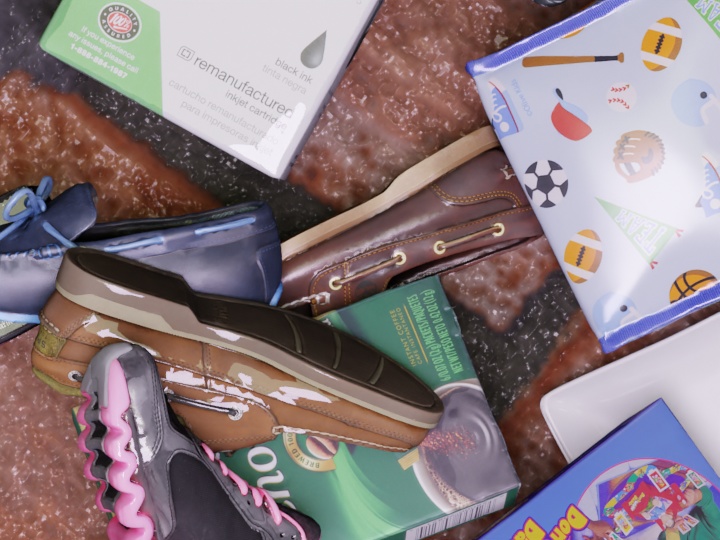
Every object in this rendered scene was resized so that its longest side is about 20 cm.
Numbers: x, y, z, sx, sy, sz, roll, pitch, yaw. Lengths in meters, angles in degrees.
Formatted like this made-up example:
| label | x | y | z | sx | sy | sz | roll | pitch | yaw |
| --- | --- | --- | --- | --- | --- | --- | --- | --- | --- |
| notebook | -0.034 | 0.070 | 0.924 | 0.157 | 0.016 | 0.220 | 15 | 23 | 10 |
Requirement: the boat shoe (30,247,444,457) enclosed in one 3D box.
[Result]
| label | x | y | z | sx | sy | sz | roll | pitch | yaw |
| --- | --- | --- | --- | --- | --- | --- | --- | --- | --- |
| boat shoe | -0.061 | 0.053 | 1.262 | 0.199 | 0.072 | 0.068 | 21 | 104 | -3 |

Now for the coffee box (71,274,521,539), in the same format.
| label | x | y | z | sx | sy | sz | roll | pitch | yaw |
| --- | --- | --- | --- | --- | --- | --- | --- | --- | --- |
| coffee box | -0.032 | 0.093 | 1.302 | 0.199 | 0.044 | 0.123 | -19 | 75 | -7 |

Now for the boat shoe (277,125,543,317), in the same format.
| label | x | y | z | sx | sy | sz | roll | pitch | yaw |
| --- | --- | --- | --- | --- | --- | --- | --- | --- | --- |
| boat shoe | 0.000 | 0.000 | 1.362 | 0.200 | 0.070 | 0.070 | -29 | 87 | 2 |

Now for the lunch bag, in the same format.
| label | x | y | z | sx | sy | sz | roll | pitch | yaw |
| --- | --- | --- | --- | --- | --- | --- | --- | --- | --- |
| lunch bag | 0.181 | -0.074 | 1.332 | 0.200 | 0.124 | 0.170 | -27 | 90 | 9 |

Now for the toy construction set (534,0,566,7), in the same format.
| label | x | y | z | sx | sy | sz | roll | pitch | yaw |
| --- | --- | --- | --- | --- | --- | --- | --- | --- | --- |
| toy construction set | 0.107 | -0.205 | 1.279 | 0.199 | 0.092 | 0.132 | -23 | 93 | -17 |

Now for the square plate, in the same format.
| label | x | y | z | sx | sy | sz | roll | pitch | yaw |
| --- | --- | --- | --- | --- | --- | --- | --- | --- | --- |
| square plate | 0.224 | 0.111 | 1.359 | 0.200 | 0.028 | 0.199 | -28 | 91 | 20 |

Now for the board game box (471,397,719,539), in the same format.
| label | x | y | z | sx | sy | sz | roll | pitch | yaw |
| --- | --- | --- | --- | --- | --- | --- | --- | --- | --- |
| board game box | 0.115 | 0.174 | 1.292 | 0.200 | 0.045 | 0.135 | -34 | 85 | -31 |

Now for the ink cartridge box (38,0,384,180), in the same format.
| label | x | y | z | sx | sy | sz | roll | pitch | yaw |
| --- | --- | --- | --- | --- | --- | --- | --- | --- | --- |
| ink cartridge box | -0.056 | -0.168 | 1.351 | 0.146 | 0.084 | 0.200 | 28 | 92 | 0 |

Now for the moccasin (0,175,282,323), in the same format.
| label | x | y | z | sx | sy | sz | roll | pitch | yaw |
| --- | --- | --- | --- | --- | --- | --- | --- | --- | --- |
| moccasin | -0.139 | -0.014 | 1.303 | 0.199 | 0.080 | 0.068 | 1 | 107 | -10 |

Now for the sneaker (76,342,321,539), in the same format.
| label | x | y | z | sx | sy | sz | roll | pitch | yaw |
| --- | --- | --- | --- | --- | --- | --- | --- | --- | --- |
| sneaker | -0.070 | 0.120 | 1.225 | 0.095 | 0.079 | 0.201 | -21 | 106 | -13 |

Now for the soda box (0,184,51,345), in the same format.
| label | x | y | z | sx | sy | sz | roll | pitch | yaw |
| --- | --- | --- | --- | --- | --- | --- | --- | --- | --- |
| soda box | -0.244 | 0.028 | 1.372 | 0.200 | 0.063 | 0.071 | -27 | 90 | 1 |
